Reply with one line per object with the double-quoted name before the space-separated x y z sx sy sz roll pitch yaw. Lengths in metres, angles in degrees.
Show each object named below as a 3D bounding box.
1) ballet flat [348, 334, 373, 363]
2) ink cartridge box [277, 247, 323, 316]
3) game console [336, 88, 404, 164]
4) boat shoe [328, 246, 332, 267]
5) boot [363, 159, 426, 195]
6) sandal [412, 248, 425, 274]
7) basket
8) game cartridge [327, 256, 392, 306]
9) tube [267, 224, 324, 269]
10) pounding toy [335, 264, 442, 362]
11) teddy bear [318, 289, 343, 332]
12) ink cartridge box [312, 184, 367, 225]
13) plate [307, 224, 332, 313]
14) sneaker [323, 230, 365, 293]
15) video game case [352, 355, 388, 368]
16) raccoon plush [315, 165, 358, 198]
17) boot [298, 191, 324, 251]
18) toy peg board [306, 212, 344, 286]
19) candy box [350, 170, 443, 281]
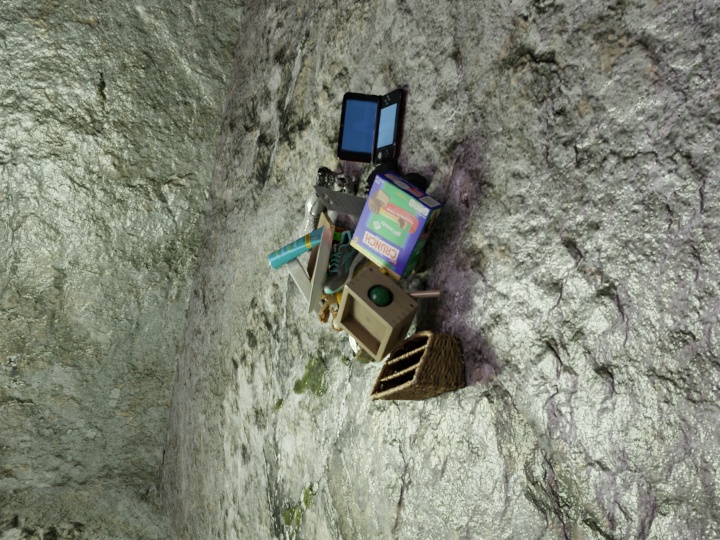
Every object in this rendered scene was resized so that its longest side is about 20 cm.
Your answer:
"ballet flat" -0.006 0.156 1.677 0.071 0.070 0.203 -42 48 49
"ink cartridge box" -0.191 0.026 1.984 0.202 0.044 0.177 64 176 -36
"game console" 0.028 -0.415 1.742 0.172 0.117 0.204 3 86 61
"boat shoe" -0.050 0.024 1.799 0.065 0.071 0.203 -144 33 -84
"boot" 0.090 -0.234 1.636 0.197 0.073 0.164 -38 36 33
"sandal" 0.104 -0.048 1.582 0.200 0.053 0.082 42 119 56
"basket" 0.120 0.213 1.397 0.200 0.147 0.145 -35 54 54
"game cartridge" 0.000 0.000 1.654 0.175 0.033 0.201 -34 31 5
"tube" -0.190 -0.070 1.871 0.198 0.051 0.078 -28 40 15
"pounding toy" 0.064 0.089 1.466 0.184 0.142 0.202 41 144 19
"teddy bear" -0.050 0.099 1.681 0.146 0.067 0.199 -54 30 -8
"ink cartridge box" -0.033 -0.167 1.709 0.161 0.197 0.051 56 131 51
"plate" -0.107 -0.005 1.674 0.200 0.032 0.203 -86 8 -71
"sneaker" -0.055 -0.026 1.631 0.077 0.092 0.201 -10 38 40
"video game case" 0.042 0.166 1.677 0.199 0.023 0.186 3 86 61
"raccoon plush" -0.065 -0.288 1.955 0.201 0.131 0.098 -70 -13 -62
"boot" -0.152 -0.161 2.071 0.096 0.072 0.202 60 143 40
"toy peg board" -0.091 -0.057 1.924 0.199 0.096 0.203 -122 47 -70
"candy box" 0.083 -0.109 1.478 0.168 0.077 0.202 36 122 23
